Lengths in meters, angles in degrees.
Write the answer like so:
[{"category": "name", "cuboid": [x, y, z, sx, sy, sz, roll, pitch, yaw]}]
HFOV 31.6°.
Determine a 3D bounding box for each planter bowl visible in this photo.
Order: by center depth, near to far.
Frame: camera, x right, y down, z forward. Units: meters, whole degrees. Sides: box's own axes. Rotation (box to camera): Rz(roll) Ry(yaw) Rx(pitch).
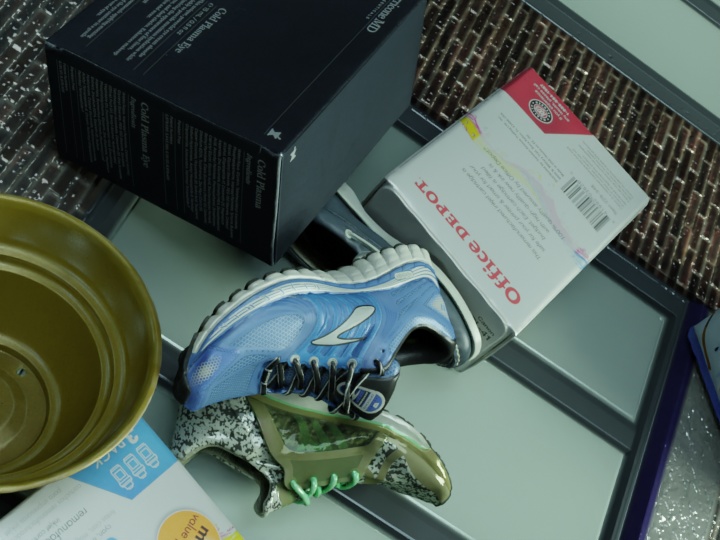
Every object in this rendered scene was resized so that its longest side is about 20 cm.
[{"category": "planter bowl", "cuboid": [-0.219, 0.057, 0.734, 0.198, 0.084, 0.202, 12, 50, -14]}]

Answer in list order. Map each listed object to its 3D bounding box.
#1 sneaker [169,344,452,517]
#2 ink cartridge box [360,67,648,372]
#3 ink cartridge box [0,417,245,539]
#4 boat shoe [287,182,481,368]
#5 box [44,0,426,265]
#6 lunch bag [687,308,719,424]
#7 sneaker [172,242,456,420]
[{"category": "sneaker", "cuboid": [-0.038, 0.124, 0.821, 0.198, 0.077, 0.090, 23, 65, -7]}, {"category": "ink cartridge box", "cuboid": [0.105, -0.043, 0.971, 0.148, 0.086, 0.199, 50, 54, 4]}, {"category": "ink cartridge box", "cuboid": [-0.113, 0.199, 0.732, 0.200, 0.068, 0.115, 49, 53, 3]}, {"category": "boat shoe", "cuboid": [0.000, 0.000, 0.898, 0.200, 0.075, 0.062, 47, 51, 4]}, {"category": "box", "cuboid": [-0.081, -0.134, 0.874, 0.181, 0.105, 0.200, 26, 51, 16]}, {"category": "lunch bag", "cuboid": [0.362, 0.098, 0.979, 0.122, 0.170, 0.202, -4, 66, -26]}, {"category": "sneaker", "cuboid": [-0.020, 0.048, 0.773, 0.198, 0.079, 0.090, -17, 64, -31]}]
